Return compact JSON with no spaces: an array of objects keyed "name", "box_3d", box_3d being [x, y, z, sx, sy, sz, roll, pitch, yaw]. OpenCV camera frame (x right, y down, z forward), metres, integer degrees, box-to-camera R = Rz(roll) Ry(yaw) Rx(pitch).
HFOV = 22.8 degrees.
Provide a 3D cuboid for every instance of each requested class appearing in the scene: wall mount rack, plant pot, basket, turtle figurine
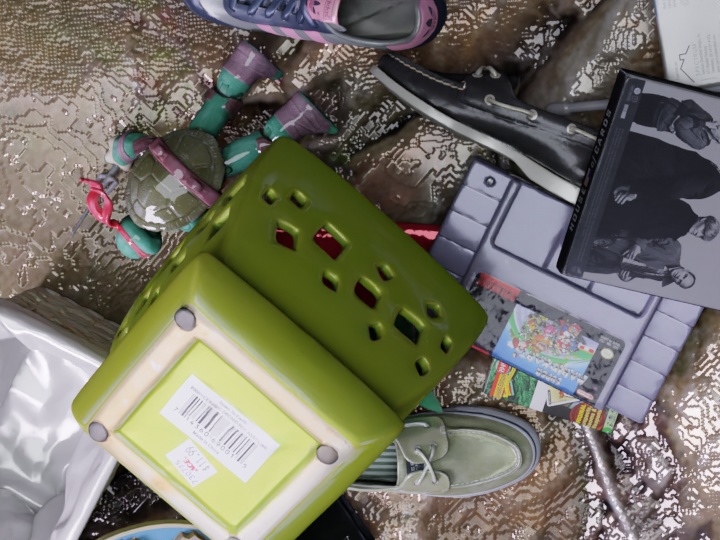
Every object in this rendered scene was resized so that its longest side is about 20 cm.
[{"name":"wall mount rack","box_3d":[0.211,-0.181,1.267,0.173,0.075,0.201,-10,101,3]},{"name":"plant pot","box_3d":[-0.063,0.065,1.195,0.200,0.182,0.199,41,123,-4]},{"name":"basket","box_3d":[-0.246,0.125,1.342,0.135,0.123,0.201,28,102,-1]},{"name":"turtle figurine","box_3d":[-0.119,-0.065,1.300,0.150,0.101,0.200,44,94,3]}]

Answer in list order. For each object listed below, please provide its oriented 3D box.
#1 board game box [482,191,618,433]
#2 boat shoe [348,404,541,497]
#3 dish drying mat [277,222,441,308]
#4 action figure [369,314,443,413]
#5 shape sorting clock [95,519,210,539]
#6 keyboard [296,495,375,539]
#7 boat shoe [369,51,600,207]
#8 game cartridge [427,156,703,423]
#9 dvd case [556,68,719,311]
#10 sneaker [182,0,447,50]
[{"name":"board game box","box_3d":[0.170,0.014,1.335,0.104,0.023,0.201,17,103,3]},{"name":"boat shoe","box_3d":[0.037,0.145,1.353,0.199,0.062,0.072,-3,102,6]},{"name":"dish drying mat","box_3d":[0.000,0.000,1.348,0.199,0.018,0.077,4,100,4]},{"name":"action figure","box_3d":[-0.042,0.057,1.335,0.199,0.055,0.118,3,138,18]},{"name":"shape sorting clock","box_3d":[-0.151,0.277,1.337,0.199,0.039,0.201,-7,112,-17]},{"name":"keyboard","box_3d":[-0.069,0.260,1.409,0.200,0.040,0.104,-39,74,14]},{"name":"boat shoe","box_3d":[0.102,-0.112,1.281,0.200,0.074,0.060,31,99,11]},{"name":"game cartridge","box_3d":[0.145,0.017,1.311,0.199,0.038,0.130,26,99,0]},{"name":"dvd case","box_3d":[0.253,-0.047,1.252,0.199,0.025,0.151,12,108,-12]},{"name":"sneaker","box_3d":[-0.037,-0.198,1.276,0.199,0.082,0.070,6,103,4]}]
